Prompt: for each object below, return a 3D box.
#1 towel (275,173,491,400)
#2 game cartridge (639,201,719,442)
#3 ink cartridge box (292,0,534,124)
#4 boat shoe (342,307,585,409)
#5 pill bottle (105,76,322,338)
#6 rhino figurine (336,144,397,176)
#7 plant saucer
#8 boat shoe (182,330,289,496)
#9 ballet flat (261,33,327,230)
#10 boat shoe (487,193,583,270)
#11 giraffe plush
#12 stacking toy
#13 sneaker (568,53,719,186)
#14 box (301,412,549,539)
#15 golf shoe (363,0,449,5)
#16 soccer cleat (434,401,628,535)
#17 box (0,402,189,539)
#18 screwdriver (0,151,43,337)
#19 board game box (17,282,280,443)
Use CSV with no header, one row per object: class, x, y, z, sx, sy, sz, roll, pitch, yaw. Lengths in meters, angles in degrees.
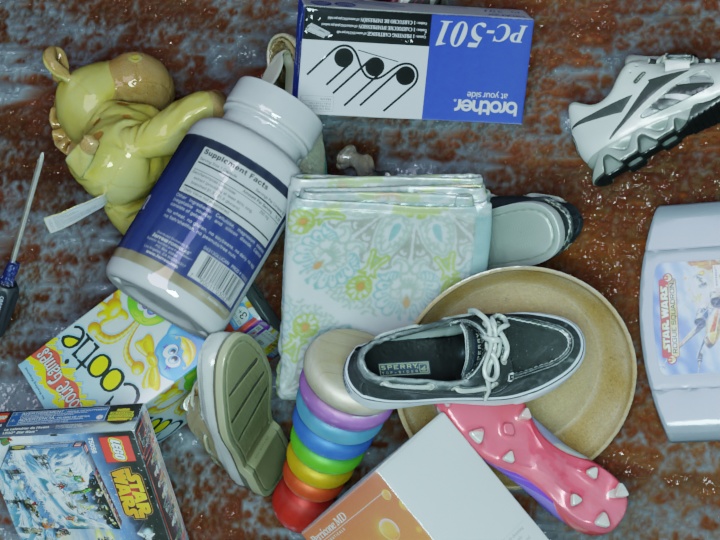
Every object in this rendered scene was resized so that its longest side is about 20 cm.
towel,0.019,0.014,1.516,0.170,0.048,0.201,0,115,-8
game cartridge,0.298,0.041,1.519,0.132,0.042,0.201,-3,76,10
ink cartridge box,0.044,-0.180,1.574,0.199,0.044,0.095,2,109,-9
boat shoe,0.087,0.063,1.421,0.198,0.068,0.074,-1,72,-14
pill bottle,-0.114,-0.055,1.507,0.111,0.111,0.201,26,76,19
rhino figurine,0.000,0.000,1.571,0.087,0.060,0.201,31,115,32
plant saucer,0.126,0.084,1.511,0.199,0.035,0.202,-1,112,-3
boat shoe,-0.113,0.116,1.526,0.068,0.201,0.075,20,56,23
ballet flat,-0.067,-0.123,1.611,0.067,0.062,0.201,-25,47,32
boat shoe,0.096,-0.027,1.574,0.199,0.060,0.076,1,100,33
giraffe plush,-0.206,-0.124,1.630,0.199,0.173,0.163,-13,49,-20
stacking toy,-0.031,0.143,1.515,0.085,0.085,0.201,40,133,20
sneaker,0.266,-0.157,1.553,0.199,0.074,0.089,-28,74,7
box,0.071,0.236,1.448,0.200,0.097,0.124,50,136,5
golf shoe,0.055,-0.285,1.628,0.077,0.088,0.201,9,77,34
soccer cleat,0.129,0.145,1.486,0.200,0.076,0.067,38,71,-2
box,-0.223,0.204,1.548,0.136,0.201,0.040,-3,33,14
screwdriver,-0.305,-0.019,1.645,0.029,0.028,0.201,36,122,14
board game box,-0.177,0.072,1.601,0.200,0.103,0.105,-37,71,4
